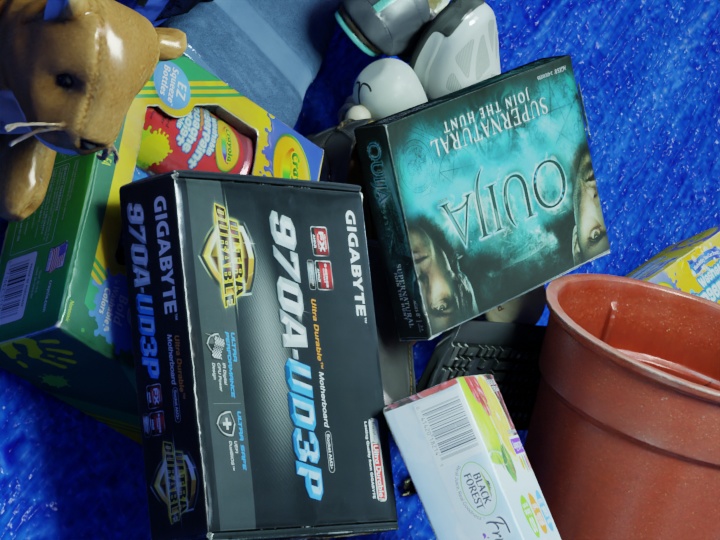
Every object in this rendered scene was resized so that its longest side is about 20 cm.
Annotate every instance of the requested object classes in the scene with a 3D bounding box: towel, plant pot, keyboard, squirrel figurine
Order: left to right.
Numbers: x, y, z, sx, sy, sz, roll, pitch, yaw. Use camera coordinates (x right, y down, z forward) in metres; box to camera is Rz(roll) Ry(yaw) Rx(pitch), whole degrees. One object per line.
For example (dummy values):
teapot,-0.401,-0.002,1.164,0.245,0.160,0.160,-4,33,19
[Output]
squirrel figurine,-0.187,-0.129,1.491,0.142,0.187,0.200,27,60,-43
towel,-0.077,-0.147,1.791,0.112,0.049,0.200,48,38,-23
keyboard,0.086,0.093,1.815,0.021,0.127,0.200,33,15,30
plant pot,0.184,0.131,1.792,0.201,0.201,0.195,-6,119,-54

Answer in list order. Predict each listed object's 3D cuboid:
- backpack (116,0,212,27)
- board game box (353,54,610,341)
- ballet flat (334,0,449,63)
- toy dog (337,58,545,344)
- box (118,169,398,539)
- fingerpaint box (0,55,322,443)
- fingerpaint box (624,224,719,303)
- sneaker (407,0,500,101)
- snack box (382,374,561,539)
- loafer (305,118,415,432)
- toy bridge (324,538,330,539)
backpack,-0.124,-0.236,1.631,0.168,0.200,0.163,-35,87,-39
board game box,0.080,-0.048,1.750,0.200,0.028,0.135,-24,105,-48
ballet flat,0.029,-0.175,1.861,0.073,0.073,0.200,63,8,-2
toy dog,0.031,-0.028,1.817,0.096,0.132,0.200,-37,93,-25
box,-0.055,0.050,1.541,0.159,0.046,0.200,4,78,-50
fingerpaint box,-0.114,-0.014,1.598,0.167,0.073,0.200,34,54,-37
fingerpaint box,0.248,0.071,2.059,0.200,0.073,0.167,-31,95,-56
sneaker,0.095,-0.092,1.842,0.115,0.201,0.076,35,61,24
snack box,0.083,0.160,1.621,0.142,0.053,0.200,5,62,-78
loafer,0.000,0.000,1.728,0.073,0.072,0.200,3,64,-46
toy bridge,-0.034,0.070,1.729,0.067,0.027,0.200,-19,83,-56
